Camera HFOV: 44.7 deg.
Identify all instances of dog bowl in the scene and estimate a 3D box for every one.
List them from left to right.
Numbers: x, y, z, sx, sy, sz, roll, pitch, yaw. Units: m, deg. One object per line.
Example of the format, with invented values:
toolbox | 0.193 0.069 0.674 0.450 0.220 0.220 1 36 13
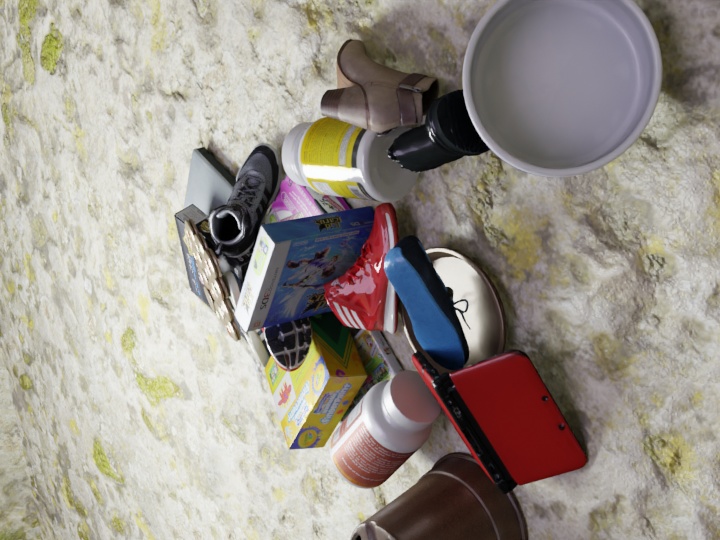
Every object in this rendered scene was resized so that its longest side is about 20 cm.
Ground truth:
dog bowl | 0.207 -0.199 0.917 0.197 0.079 0.203 1 95 9

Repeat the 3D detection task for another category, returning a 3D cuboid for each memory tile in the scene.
memory tile | -0.257 0.018 1.518 0.153 0.017 0.202 50 157 45

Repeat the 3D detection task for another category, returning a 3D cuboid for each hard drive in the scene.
hard drive | -0.257 -0.116 1.627 0.200 0.033 0.141 44 133 31

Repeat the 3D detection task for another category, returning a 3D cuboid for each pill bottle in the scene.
pill bottle | -0.019 -0.163 1.260 0.199 0.113 0.116 13 113 47
pill bottle | 0.038 0.235 1.302 0.113 0.111 0.201 56 139 19

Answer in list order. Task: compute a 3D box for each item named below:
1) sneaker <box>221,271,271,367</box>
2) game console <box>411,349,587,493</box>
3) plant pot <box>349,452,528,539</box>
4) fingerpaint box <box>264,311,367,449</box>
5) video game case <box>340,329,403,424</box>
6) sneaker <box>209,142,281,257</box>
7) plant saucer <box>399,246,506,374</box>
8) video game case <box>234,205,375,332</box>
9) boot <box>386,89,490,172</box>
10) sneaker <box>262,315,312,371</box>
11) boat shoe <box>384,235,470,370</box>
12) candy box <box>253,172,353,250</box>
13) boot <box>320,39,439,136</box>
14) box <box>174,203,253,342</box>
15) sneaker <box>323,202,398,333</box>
sneaker | -0.174 0.071 1.525 0.075 0.084 0.202 45 160 51
game console | 0.180 0.182 1.167 0.201 0.118 0.172 57 177 -20
plant pot | 0.103 0.392 1.252 0.199 0.197 0.203 20 118 44
fingerpaint box | -0.078 0.169 1.447 0.201 0.072 0.168 -62 38 39
video game case | 0.017 0.209 1.428 0.183 0.023 0.200 59 140 17
sneaker | -0.190 -0.114 1.443 0.075 0.114 0.202 22 96 4
plant saucer | 0.132 0.063 1.230 0.199 0.029 0.203 23 120 45
video game case | -0.078 -0.002 1.319 0.046 0.198 0.182 52 137 31
boot | 0.099 -0.163 1.059 0.161 0.197 0.074 -12 93 44
sneaker | -0.126 0.091 1.413 0.086 0.076 0.201 93 161 -44
boat shoe | 0.104 0.042 1.173 0.083 0.069 0.202 -2 125 36
candy box | -0.092 -0.058 1.428 0.137 0.061 0.201 52 138 23
boot | 0.034 -0.250 1.180 0.144 0.201 0.071 4 136 14
box | -0.255 0.006 1.614 0.198 0.049 0.202 38 145 32
sneaker | 0.000 0.000 1.285 0.078 0.114 0.203 -82 -8 -71
